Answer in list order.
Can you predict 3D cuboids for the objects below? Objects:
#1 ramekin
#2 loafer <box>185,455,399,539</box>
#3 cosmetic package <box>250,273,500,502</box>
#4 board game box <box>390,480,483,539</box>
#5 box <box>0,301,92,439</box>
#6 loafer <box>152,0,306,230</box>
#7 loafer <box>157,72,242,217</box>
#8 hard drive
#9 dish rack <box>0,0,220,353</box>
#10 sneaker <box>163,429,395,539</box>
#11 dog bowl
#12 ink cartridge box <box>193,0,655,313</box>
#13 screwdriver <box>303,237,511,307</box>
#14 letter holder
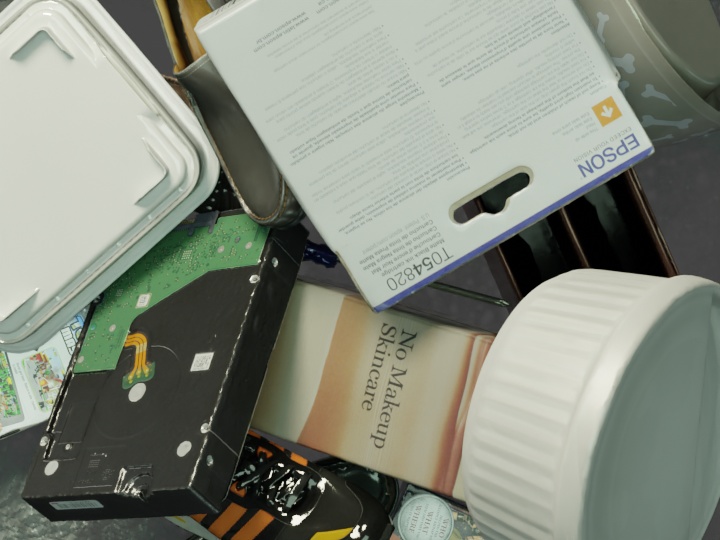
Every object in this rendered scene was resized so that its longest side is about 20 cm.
[{"bbox_3d":[0.138,0.092,1.393,0.094,0.202,0.204,16,93,31],"label":"ramekin"},{"bbox_3d":[-0.066,0.179,1.542,0.199,0.063,0.072,-29,82,6],"label":"loafer"},{"bbox_3d":[0.029,0.074,1.493,0.199,0.087,0.104,15,93,30],"label":"cosmetic package"},{"bbox_3d":[0.051,0.253,1.577,0.135,0.035,0.201,23,92,-4],"label":"board game box"},{"bbox_3d":[-0.235,0.002,1.550,0.109,0.035,0.201,-21,94,-1],"label":"box"},{"bbox_3d":[-0.085,-0.118,1.452,0.073,0.072,0.201,-29,77,38],"label":"loafer"},{"bbox_3d":[-0.125,-0.088,1.540,0.199,0.071,0.073,29,122,1],"label":"loafer"},{"bbox_3d":[-0.117,0.057,1.475,0.038,0.139,0.201,45,50,-41],"label":"hard drive"},{"bbox_3d":[-0.205,-0.061,1.489,0.200,0.044,0.172,-40,93,12],"label":"dish rack"},{"bbox_3d":[-0.073,0.130,1.478,0.070,0.199,0.090,-55,138,-21],"label":"sneaker"},{"bbox_3d":[0.168,-0.166,1.485,0.058,0.200,0.201,-30,95,26],"label":"dog bowl"},{"bbox_3d":[0.038,-0.107,1.394,0.199,0.041,0.201,-29,104,11],"label":"ink cartridge box"},{"bbox_3d":[0.000,0.000,1.547,0.199,0.028,0.029,19,127,7],"label":"screwdriver"},{"bbox_3d":[0.141,0.003,1.513,0.100,0.142,0.201,-24,94,-1],"label":"letter holder"}]
